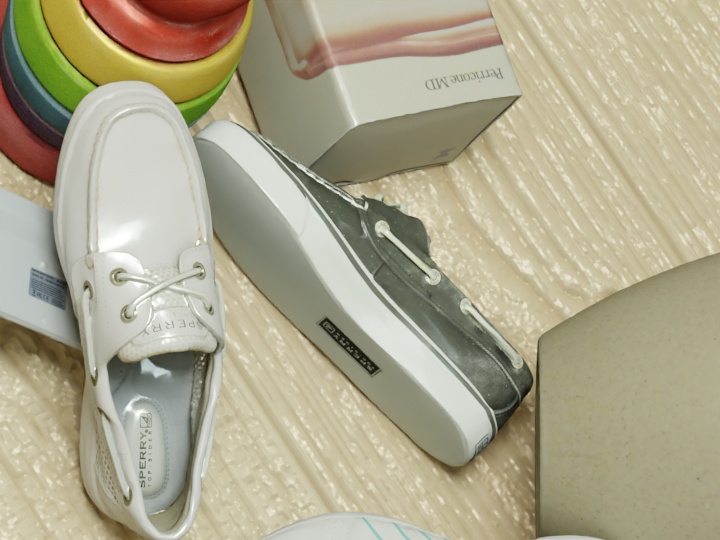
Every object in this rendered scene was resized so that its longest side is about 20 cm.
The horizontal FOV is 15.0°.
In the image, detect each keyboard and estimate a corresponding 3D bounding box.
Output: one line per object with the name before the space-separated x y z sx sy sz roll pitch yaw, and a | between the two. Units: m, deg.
keyboard | -0.138 0.001 1.196 0.200 0.011 0.056 26 62 -44

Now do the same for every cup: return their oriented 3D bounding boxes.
cup | 0.152 0.081 1.260 0.143 0.200 0.201 1 67 3

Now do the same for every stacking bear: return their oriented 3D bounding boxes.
stacking bear | -0.096 -0.122 1.203 0.121 0.200 0.114 -6 72 -27

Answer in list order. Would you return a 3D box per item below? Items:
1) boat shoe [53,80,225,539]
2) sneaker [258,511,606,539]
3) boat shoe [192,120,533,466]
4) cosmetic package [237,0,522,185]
boat shoe | -0.087 0.020 1.172 0.071 0.069 0.201 -10 107 -20
sneaker | 0.029 0.149 1.181 0.200 0.080 0.071 0 107 7
boat shoe | 0.000 0.000 1.276 0.200 0.071 0.064 49 63 -9
cosmetic package | -0.012 -0.150 1.320 0.103 0.087 0.201 -14 76 -30
